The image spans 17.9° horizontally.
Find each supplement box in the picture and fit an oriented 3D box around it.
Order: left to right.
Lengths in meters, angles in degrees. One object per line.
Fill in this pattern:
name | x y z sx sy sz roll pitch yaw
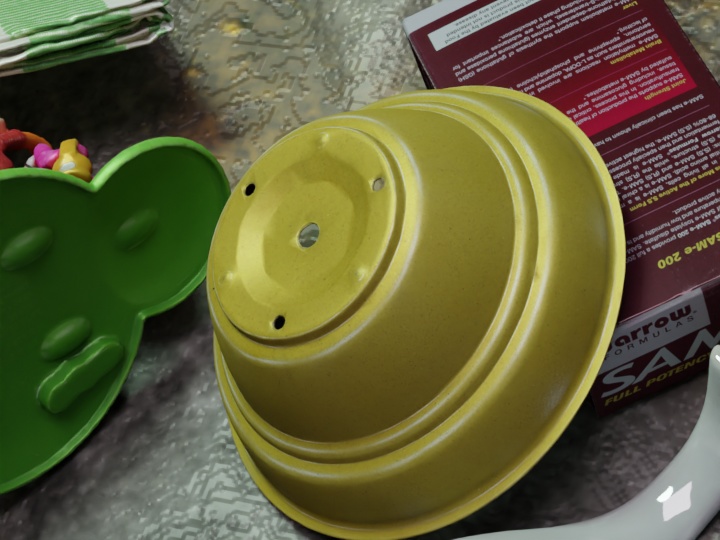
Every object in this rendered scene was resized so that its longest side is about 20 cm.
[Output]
supplement box | 0.105 -0.047 0.973 0.108 0.061 0.201 -25 51 1

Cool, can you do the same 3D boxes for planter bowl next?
planter bowl | 0.000 0.000 0.912 0.200 0.083 0.201 -17 58 30

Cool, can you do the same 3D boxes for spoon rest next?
spoon rest | 0.081 0.114 0.860 0.200 0.061 0.099 -39 61 -16

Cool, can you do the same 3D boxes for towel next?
towel | -0.197 -0.109 1.070 0.199 0.024 0.153 -18 23 -13

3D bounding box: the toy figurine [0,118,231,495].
toy figurine | -0.186 -0.020 1.010 0.200 0.151 0.184 -37 43 -21
